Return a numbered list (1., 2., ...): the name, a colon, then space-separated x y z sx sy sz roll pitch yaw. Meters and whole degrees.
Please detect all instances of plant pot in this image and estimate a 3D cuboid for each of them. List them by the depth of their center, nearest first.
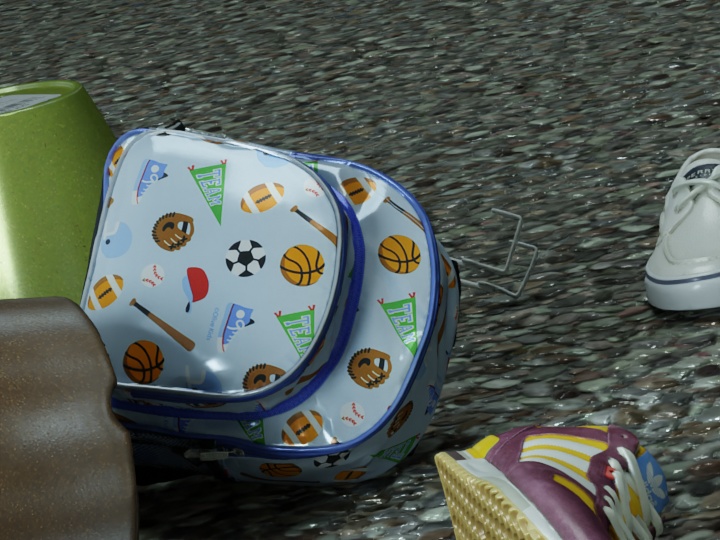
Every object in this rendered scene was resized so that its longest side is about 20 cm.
1. plant pot: -0.216 0.100 1.274 0.198 0.201 0.200 -7 12 -23
2. plant pot: -0.178 0.001 1.573 0.187 0.201 0.187 -10 14 2

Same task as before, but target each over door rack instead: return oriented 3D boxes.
1. over door rack: 0.000 0.000 1.655 0.199 0.067 0.148 4 -6 7

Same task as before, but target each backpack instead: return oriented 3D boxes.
1. backpack: -0.048 0.018 1.427 0.190 0.201 0.154 9 -10 8

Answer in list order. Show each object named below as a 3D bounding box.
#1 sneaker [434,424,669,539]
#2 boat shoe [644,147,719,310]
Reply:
1. sneaker: 0.097 0.104 1.219 0.090 0.075 0.200 -19 16 -10
2. boat shoe: 0.205 -0.030 1.677 0.071 0.070 0.200 -7 14 15
